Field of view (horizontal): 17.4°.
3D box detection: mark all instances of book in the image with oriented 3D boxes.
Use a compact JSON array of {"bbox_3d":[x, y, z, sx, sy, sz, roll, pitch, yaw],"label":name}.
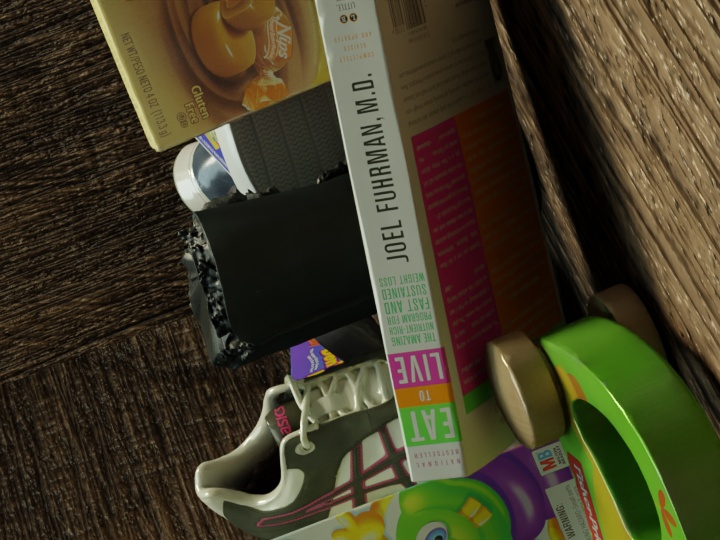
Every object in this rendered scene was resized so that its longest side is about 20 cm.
[{"bbox_3d":[0.034,-0.028,0.967,0.134,0.048,0.201,-32,-67,-67],"label":"book"}]

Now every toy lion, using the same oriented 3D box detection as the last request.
[{"bbox_3d":[0.128,0.124,0.883,0.192,0.069,0.200,-140,30,-68],"label":"toy lion"}]

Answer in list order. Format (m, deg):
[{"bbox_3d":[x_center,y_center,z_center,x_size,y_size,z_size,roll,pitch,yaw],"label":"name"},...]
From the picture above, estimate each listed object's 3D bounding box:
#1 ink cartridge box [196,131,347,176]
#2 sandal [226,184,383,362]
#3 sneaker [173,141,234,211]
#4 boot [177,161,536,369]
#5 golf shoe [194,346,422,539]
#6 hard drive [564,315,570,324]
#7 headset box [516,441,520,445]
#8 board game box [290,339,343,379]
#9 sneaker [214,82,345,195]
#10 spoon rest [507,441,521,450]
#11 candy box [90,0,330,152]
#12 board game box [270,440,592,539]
[{"bbox_3d":[-0.056,-0.120,1.314,0.198,0.047,0.200,48,153,39],"label":"ink cartridge box"},{"bbox_3d":[-0.043,0.006,1.360,0.076,0.043,0.200,33,-168,-27],"label":"sandal"},{"bbox_3d":[0.002,-0.045,1.497,0.202,0.146,0.077,27,-125,-30],"label":"sneaker"},{"bbox_3d":[0.000,0.000,1.147,0.200,0.168,0.077,79,170,-67],"label":"boot"},{"bbox_3d":[0.006,0.073,1.123,0.088,0.200,0.077,19,-140,-36],"label":"golf shoe"},{"bbox_3d":[0.128,0.135,1.095,0.132,0.025,0.200,75,173,-51],"label":"hard drive"},{"bbox_3d":[0.083,0.146,1.304,0.200,0.075,0.149,61,-170,-84],"label":"headset box"},{"bbox_3d":[0.016,0.131,1.383,0.135,0.045,0.200,-95,-17,-61],"label":"board game box"},{"bbox_3d":[-0.059,-0.120,1.171,0.071,0.073,0.201,-3,101,64],"label":"sneaker"},{"bbox_3d":[0.076,0.162,1.174,0.200,0.099,0.061,56,164,21],"label":"spoon rest"},{"bbox_3d":[-0.081,-0.168,1.094,0.055,0.115,0.200,-160,48,-82],"label":"candy box"},{"bbox_3d":[0.020,0.166,1.085,0.103,0.200,0.105,82,167,-69],"label":"board game box"}]
